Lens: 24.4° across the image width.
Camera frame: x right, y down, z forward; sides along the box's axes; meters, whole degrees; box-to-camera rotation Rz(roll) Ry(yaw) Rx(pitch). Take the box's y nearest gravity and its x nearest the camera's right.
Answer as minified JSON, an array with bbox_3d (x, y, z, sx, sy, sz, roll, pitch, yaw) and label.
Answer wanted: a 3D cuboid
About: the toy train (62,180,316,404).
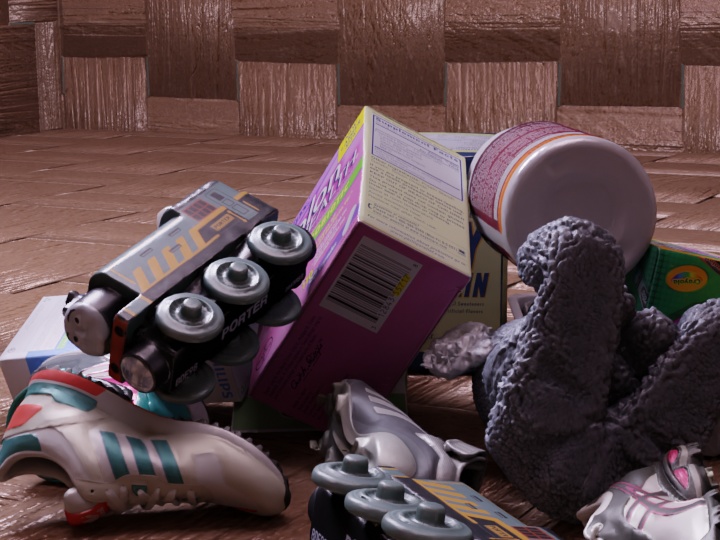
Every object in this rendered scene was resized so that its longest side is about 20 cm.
[{"bbox_3d":[-0.117,0.013,1.169,0.114,0.085,0.200,28,42,20],"label":"toy train"}]

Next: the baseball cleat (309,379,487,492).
[{"bbox_3d":[0.028,0.130,1.159,0.106,0.070,0.200,11,13,-11],"label":"baseball cleat"}]

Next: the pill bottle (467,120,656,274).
[{"bbox_3d":[0.146,-0.055,1.277,0.114,0.114,0.200,-2,10,-7],"label":"pill bottle"}]

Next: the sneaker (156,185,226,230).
[{"bbox_3d":[-0.132,0.003,1.277,0.078,0.099,0.200,-32,14,32],"label":"sneaker"}]

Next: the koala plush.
[{"bbox_3d":[0.135,0.079,1.156,0.177,0.184,0.200,29,-10,-16],"label":"koala plush"}]

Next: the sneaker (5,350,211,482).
[{"bbox_3d":[-0.217,0.106,1.238,0.121,0.084,0.200,2,6,-45],"label":"sneaker"}]

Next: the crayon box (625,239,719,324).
[{"bbox_3d":[0.247,0.012,1.287,0.119,0.058,0.200,12,5,-9],"label":"crayon box"}]

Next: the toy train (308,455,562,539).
[{"bbox_3d":[0.041,0.157,0.900,0.114,0.085,0.200,8,5,-22],"label":"toy train"}]

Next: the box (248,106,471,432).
[{"bbox_3d":[0.000,0.000,1.309,0.097,0.176,0.200,27,28,-12],"label":"box"}]

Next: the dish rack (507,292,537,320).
[{"bbox_3d":[0.239,0.056,1.544,0.200,0.044,0.172,2,11,1],"label":"dish rack"}]

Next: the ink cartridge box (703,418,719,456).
[{"bbox_3d":[0.266,0.085,1.328,0.116,0.068,0.200,6,12,31],"label":"ink cartridge box"}]

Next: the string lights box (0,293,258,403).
[{"bbox_3d":[-0.184,0.063,1.377,0.200,0.059,0.103,-4,29,18],"label":"string lights box"}]

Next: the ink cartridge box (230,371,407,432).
[{"bbox_3d":[-0.033,0.091,1.393,0.145,0.048,0.200,-1,32,0],"label":"ink cartridge box"}]

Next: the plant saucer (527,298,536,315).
[{"bbox_3d":[0.188,0.063,1.350,0.019,0.070,0.200,-22,-16,28],"label":"plant saucer"}]

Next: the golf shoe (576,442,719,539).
[{"bbox_3d":[0.177,0.163,0.949,0.088,0.077,0.200,-20,7,5],"label":"golf shoe"}]

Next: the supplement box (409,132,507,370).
[{"bbox_3d":[0.071,-0.023,1.573,0.134,0.200,0.200,1,10,7],"label":"supplement box"}]

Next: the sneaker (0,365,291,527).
[{"bbox_3d":[-0.148,0.140,1.108,0.200,0.070,0.093,21,59,9],"label":"sneaker"}]
